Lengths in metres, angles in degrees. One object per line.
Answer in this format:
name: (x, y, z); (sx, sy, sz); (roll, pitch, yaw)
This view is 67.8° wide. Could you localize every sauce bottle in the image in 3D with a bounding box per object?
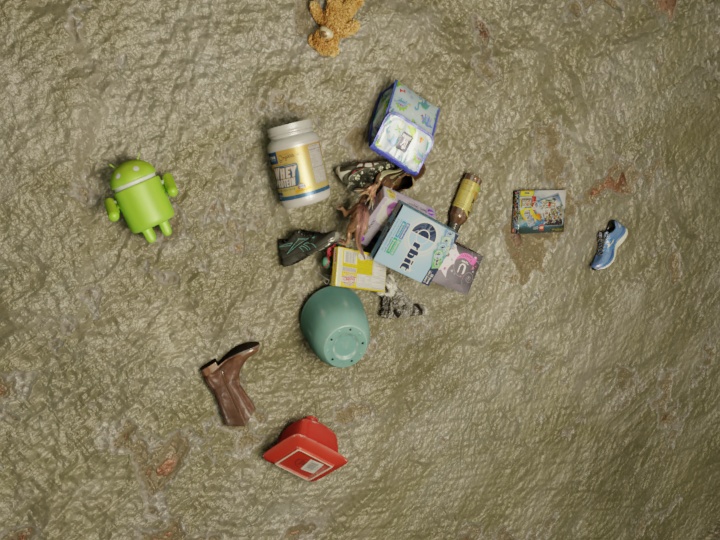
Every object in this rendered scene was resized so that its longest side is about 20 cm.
sauce bottle: (0.314, -0.196, 1.664); (0.063, 0.064, 0.207); (21, 92, -23)

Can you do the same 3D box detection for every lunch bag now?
lunch bag: (0.117, -0.392, 1.497); (0.166, 0.126, 0.207); (24, 73, -22)

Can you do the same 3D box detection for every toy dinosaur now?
toy dinosaur: (0.000, -0.141, 1.429); (0.083, 0.135, 0.208); (11, 65, -28)

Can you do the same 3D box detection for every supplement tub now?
supplement tub: (-0.165, -0.280, 1.413); (0.140, 0.144, 0.208); (-17, 105, -17)

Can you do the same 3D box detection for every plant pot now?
plant pot: (-0.061, 0.171, 1.497); (0.192, 0.162, 0.208); (-7, 115, -15)

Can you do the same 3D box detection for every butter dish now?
butter dish: (-0.152, 0.496, 1.554); (0.197, 0.151, 0.199); (34, 128, -22)

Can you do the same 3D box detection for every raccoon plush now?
raccoon plush: (0.120, 0.072, 1.639); (0.196, 0.094, 0.140); (0, 86, -51)

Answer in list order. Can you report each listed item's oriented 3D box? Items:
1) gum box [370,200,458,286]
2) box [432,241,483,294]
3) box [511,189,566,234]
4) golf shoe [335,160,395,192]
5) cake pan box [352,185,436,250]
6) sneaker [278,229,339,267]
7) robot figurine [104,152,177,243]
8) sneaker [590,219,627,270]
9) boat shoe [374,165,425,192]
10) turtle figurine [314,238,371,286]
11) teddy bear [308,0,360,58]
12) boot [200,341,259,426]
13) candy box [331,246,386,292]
gum box: (0.150, -0.072, 1.483); (0.195, 0.045, 0.174); (23, 109, -23)
box: (0.252, -0.030, 1.630); (0.194, 0.115, 0.136); (19, 99, -23)
box: (0.595, -0.197, 1.789); (0.192, 0.038, 0.143); (-3, 100, -21)
golf shoe: (0.019, -0.284, 1.522); (0.196, 0.088, 0.079); (-17, 135, -43)
cake pan box: (0.092, -0.130, 1.535); (0.179, 0.054, 0.201); (22, 135, -22)
sneaker: (-0.147, -0.076, 1.454); (0.194, 0.075, 0.082); (-21, 90, 23)
robot figurine: (-0.528, -0.173, 1.300); (0.171, 0.115, 0.207); (-24, 107, -14)
sneaker: (0.866, -0.091, 1.903); (0.088, 0.078, 0.204); (36, 77, -16)
boat shoe: (0.129, -0.258, 1.543); (0.199, 0.074, 0.077); (-28, 143, -35)
turtle figurine: (-0.052, -0.017, 1.532); (0.193, 0.100, 0.156); (10, 98, -29)
teddy bear: (-0.065, -0.678, 1.430); (0.201, 0.066, 0.145); (-47, 109, -9)
boot: (-0.326, 0.321, 1.490); (0.181, 0.064, 0.206); (-24, 104, -2)
candy box: (0.000, 0.000, 1.498); (0.196, 0.026, 0.107); (10, 85, -44)
